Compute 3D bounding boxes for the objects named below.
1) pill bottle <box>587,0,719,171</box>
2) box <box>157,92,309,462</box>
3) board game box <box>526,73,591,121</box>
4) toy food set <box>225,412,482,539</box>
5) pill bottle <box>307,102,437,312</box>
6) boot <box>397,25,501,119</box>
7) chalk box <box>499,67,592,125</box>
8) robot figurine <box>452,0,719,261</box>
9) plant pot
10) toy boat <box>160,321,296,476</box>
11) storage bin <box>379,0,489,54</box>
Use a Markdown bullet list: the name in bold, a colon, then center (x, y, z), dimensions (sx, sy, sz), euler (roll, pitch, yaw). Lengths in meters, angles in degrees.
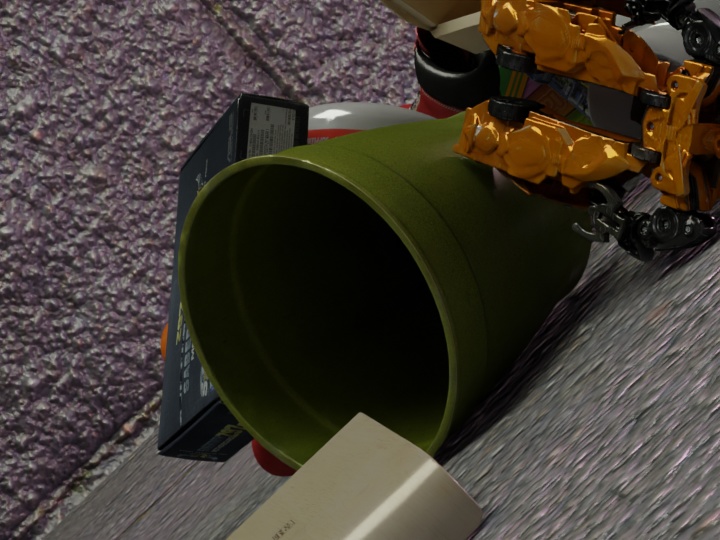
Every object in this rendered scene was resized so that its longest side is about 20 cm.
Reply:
- **pill bottle**: center (0.212, -0.138, 1.529), dimensions (0.113, 0.113, 0.200), euler (-39, 6, 47)
- **box**: center (-0.081, 0.008, 1.665), dimensions (0.158, 0.051, 0.201), euler (139, 138, -67)
- **board game box**: center (0.175, -0.205, 1.718), dimensions (0.062, 0.200, 0.200), euler (9, -64, -41)
- **toy food set**: center (-0.018, 0.148, 1.297), dimensions (0.143, 0.060, 0.200), euler (-43, 12, -6)
- **pill bottle**: center (0.000, 0.000, 1.686), dimensions (0.112, 0.112, 0.201), euler (149, 128, -73)
- **boot**: center (0.054, -0.121, 1.834), dimensions (0.072, 0.145, 0.200), euler (-29, 26, -14)
- **chalk box**: center (0.201, -0.165, 1.851), dimensions (0.200, 0.124, 0.125), euler (-41, 5, 34)
- **robot figurine**: center (0.136, -0.089, 1.415), dimensions (0.058, 0.146, 0.200), euler (-3, 18, -42)
- **plant pot**: center (0.032, -0.003, 1.540), dimensions (0.193, 0.201, 0.200), euler (-30, -7, -44)
- **toy boat**: center (-0.073, 0.044, 1.809), dimensions (0.130, 0.201, 0.131), euler (-14, -14, 10)
- **storage bin**: center (0.113, -0.257, 1.671), dimensions (0.200, 0.093, 0.199), euler (-11, 66, 53)
